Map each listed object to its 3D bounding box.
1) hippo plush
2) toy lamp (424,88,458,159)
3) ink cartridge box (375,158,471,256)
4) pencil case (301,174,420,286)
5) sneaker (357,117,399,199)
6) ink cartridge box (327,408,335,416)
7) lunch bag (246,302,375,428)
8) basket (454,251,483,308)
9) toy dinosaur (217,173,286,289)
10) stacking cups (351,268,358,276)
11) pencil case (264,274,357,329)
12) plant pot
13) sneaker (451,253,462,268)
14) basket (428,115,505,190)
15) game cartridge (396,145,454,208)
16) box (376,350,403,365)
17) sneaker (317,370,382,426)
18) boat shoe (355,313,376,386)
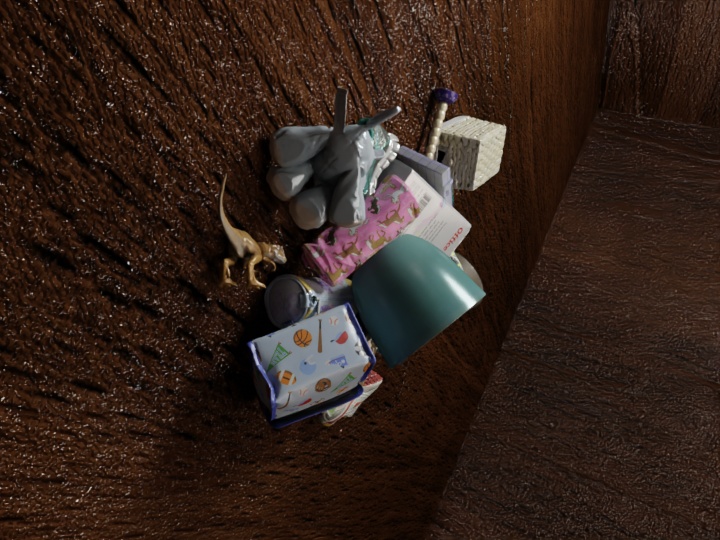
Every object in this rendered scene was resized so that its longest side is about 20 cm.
[{"bbox_3d":[-0.046,-0.168,0.807,0.161,0.158,0.201,-78,-174,-71],"label":"hippo plush"},{"bbox_3d":[0.159,-0.285,1.186,0.058,0.058,0.201,6,102,-64],"label":"toy lamp"},{"bbox_3d":[0.091,-0.089,1.025,0.200,0.084,0.145,34,96,-39],"label":"ink cartridge box"},{"bbox_3d":[0.000,-0.062,0.866,0.200,0.083,0.086,-41,-169,-9],"label":"pencil case"},{"bbox_3d":[-0.010,-0.172,0.930,0.091,0.077,0.201,42,65,-46],"label":"sneaker"},{"bbox_3d":[-0.045,0.152,1.046,0.200,0.048,0.146,-50,130,-35],"label":"ink cartridge box"},{"bbox_3d":[-0.080,0.161,0.856,0.169,0.124,0.200,-18,159,-19],"label":"lunch bag"},{"bbox_3d":[0.203,0.067,1.420,0.200,0.181,0.136,-35,180,-40],"label":"basket"},{"bbox_3d":[-0.163,-0.033,0.738,0.200,0.060,0.107,51,37,-67],"label":"toy dinosaur"},{"bbox_3d":[0.000,0.000,1.069,0.200,0.060,0.061,37,74,-60],"label":"stacking cups"},{"bbox_3d":[-0.073,0.049,0.914,0.200,0.090,0.084,6,65,-66],"label":"pencil case"},{"bbox_3d":[0.081,0.038,0.916,0.200,0.161,0.201,-36,171,-7],"label":"plant pot"},{"bbox_3d":[0.208,-0.035,1.342,0.076,0.075,0.201,-35,101,-56],"label":"sneaker"},{"bbox_3d":[0.251,-0.277,1.296,0.200,0.123,0.136,-35,137,-49],"label":"basket"},{"bbox_3d":[0.139,-0.156,1.148,0.038,0.129,0.201,-46,147,-23],"label":"game cartridge"},{"bbox_3d":[0.102,0.102,1.212,0.200,0.050,0.157,-48,136,7],"label":"box"},{"bbox_3d":[-0.028,0.267,1.187,0.199,0.078,0.083,-18,128,-48],"label":"sneaker"},{"bbox_3d":[-0.001,0.127,1.013,0.063,0.073,0.201,38,68,-54],"label":"boat shoe"}]
